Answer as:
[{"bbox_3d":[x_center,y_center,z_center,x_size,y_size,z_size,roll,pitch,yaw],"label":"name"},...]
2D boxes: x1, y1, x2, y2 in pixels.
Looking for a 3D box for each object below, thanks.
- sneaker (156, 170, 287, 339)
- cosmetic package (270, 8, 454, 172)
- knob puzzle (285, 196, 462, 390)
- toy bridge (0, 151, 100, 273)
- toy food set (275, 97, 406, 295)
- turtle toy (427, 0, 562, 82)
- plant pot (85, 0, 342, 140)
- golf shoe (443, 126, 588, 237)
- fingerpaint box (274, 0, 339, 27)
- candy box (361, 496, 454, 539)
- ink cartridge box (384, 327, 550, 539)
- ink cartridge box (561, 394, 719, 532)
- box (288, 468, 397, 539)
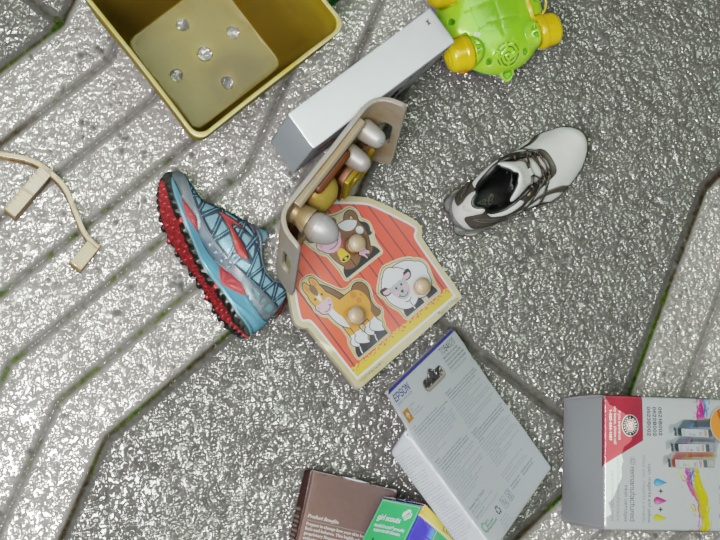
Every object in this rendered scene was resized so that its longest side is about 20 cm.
[{"bbox_3d":[-0.152,-0.029,1.494,0.095,0.079,0.201,-33,96,-26],"label":"sneaker"},{"bbox_3d":[-0.001,-0.197,1.493,0.199,0.151,0.052,-38,90,-12],"label":"cosmetic package"},{"bbox_3d":[0.000,0.000,1.508,0.217,0.030,0.223,5,74,-19],"label":"knob puzzle"},{"bbox_3d":[-0.364,-0.086,1.477,0.199,0.027,0.067,40,76,-3],"label":"toy bridge"},{"bbox_3d":[-0.020,-0.077,1.436,0.060,0.144,0.201,35,71,8],"label":"toy food set"},{"bbox_3d":[0.139,-0.312,1.558,0.144,0.101,0.202,-16,85,-12],"label":"turtle toy"},{"bbox_3d":[-0.164,-0.259,1.459,0.199,0.176,0.201,-39,90,-12],"label":"plant pot"},{"bbox_3d":[0.192,-0.106,1.546,0.199,0.094,0.078,-35,89,-14],"label":"golf shoe"},{"bbox_3d":[-0.081,-0.397,1.544,0.166,0.073,0.201,-40,90,-13],"label":"fingerpaint box"},{"bbox_3d":[0.050,0.369,1.414,0.169,0.077,0.201,44,62,-33],"label":"candy box"},{"bbox_3d":[0.109,0.184,1.458,0.040,0.199,0.201,-34,90,32],"label":"ink cartridge box"},{"bbox_3d":[0.341,0.216,1.504,0.197,0.145,0.147,3,82,-11],"label":"ink cartridge box"},{"bbox_3d":[-0.034,0.324,1.461,0.099,0.075,0.203,15,82,-8],"label":"box"}]
